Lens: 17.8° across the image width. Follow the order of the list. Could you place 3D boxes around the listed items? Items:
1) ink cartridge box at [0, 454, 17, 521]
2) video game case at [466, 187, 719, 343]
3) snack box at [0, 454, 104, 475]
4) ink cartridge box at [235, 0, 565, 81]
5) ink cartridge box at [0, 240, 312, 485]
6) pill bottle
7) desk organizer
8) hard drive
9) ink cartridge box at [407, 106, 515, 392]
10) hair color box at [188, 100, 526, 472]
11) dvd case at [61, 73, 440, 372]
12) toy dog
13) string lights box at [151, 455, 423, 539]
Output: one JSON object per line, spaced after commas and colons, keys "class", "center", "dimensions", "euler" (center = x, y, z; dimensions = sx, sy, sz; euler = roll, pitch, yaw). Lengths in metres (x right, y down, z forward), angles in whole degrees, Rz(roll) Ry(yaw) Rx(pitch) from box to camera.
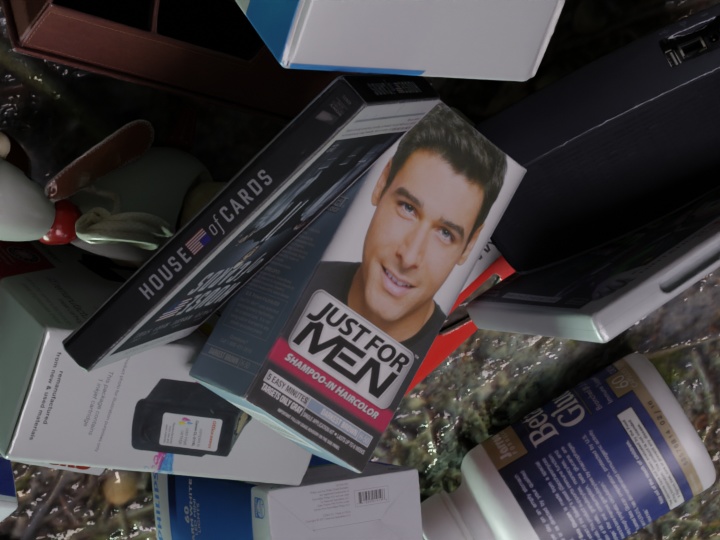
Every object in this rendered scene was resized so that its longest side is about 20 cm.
{"class": "ink cartridge box", "center": [-0.335, 0.154, 1.347], "dimensions": [0.199, 0.041, 0.200], "euler": [16, 137, -39]}
{"class": "video game case", "center": [0.176, -0.015, 1.434], "dimensions": [0.182, 0.200, 0.023], "euler": [-32, 100, -16]}
{"class": "snack box", "center": [-0.243, 0.077, 1.370], "dimensions": [0.200, 0.072, 0.024], "euler": [14, 123, -38]}
{"class": "ink cartridge box", "center": [-0.004, -0.184, 1.170], "dimensions": [0.146, 0.200, 0.086], "euler": [0, 128, -30]}
{"class": "ink cartridge box", "center": [-0.135, 0.051, 1.347], "dimensions": [0.200, 0.146, 0.083], "euler": [9, 108, -36]}
{"class": "pill bottle", "center": [0.141, 0.153, 1.632], "dimensions": [0.200, 0.111, 0.111], "euler": [-31, 138, -1]}
{"class": "desk organizer", "center": [-0.089, -0.145, 1.240], "dimensions": [0.200, 0.072, 0.077], "euler": [13, 135, -37]}
{"class": "hard drive", "center": [0.157, -0.074, 1.392], "dimensions": [0.200, 0.042, 0.135], "euler": [-27, 143, 9]}
{"class": "ink cartridge box", "center": [0.043, 0.010, 1.494], "dimensions": [0.200, 0.045, 0.176], "euler": [-44, 136, 13]}
{"class": "hair color box", "center": [0.000, 0.000, 1.294], "dimensions": [0.099, 0.061, 0.200], "euler": [35, 79, -37]}
{"class": "dvd case", "center": [-0.053, -0.028, 1.191], "dimensions": [0.200, 0.025, 0.150], "euler": [-43, 173, 16]}
{"class": "toy dog", "center": [-0.139, -0.056, 1.285], "dimensions": [0.132, 0.096, 0.200], "euler": [2, 175, 17]}
{"class": "string lights box", "center": [-0.051, 0.150, 1.464], "dimensions": [0.103, 0.200, 0.059], "euler": [-6, 93, -25]}
